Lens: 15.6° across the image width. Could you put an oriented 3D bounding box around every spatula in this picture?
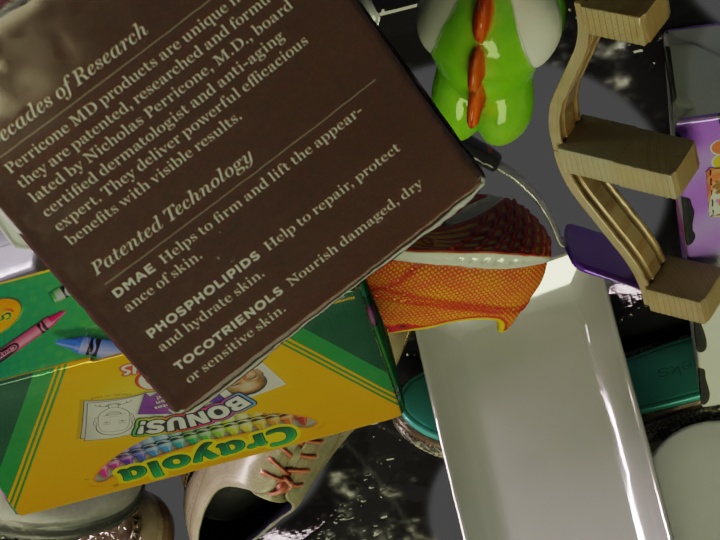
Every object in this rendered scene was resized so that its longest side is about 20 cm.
[{"bbox_3d":[0.076,-0.041,1.300,0.200,0.057,0.021,34,110,-14],"label":"spatula"}]

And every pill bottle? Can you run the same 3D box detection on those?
[{"bbox_3d":[0.173,0.168,1.433,0.114,0.115,0.200,7,150,-8],"label":"pill bottle"}]

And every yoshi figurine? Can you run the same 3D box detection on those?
[{"bbox_3d":[0.063,-0.158,1.177,0.112,0.112,0.201,-22,130,-39],"label":"yoshi figurine"}]

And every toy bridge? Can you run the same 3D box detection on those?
[{"bbox_3d":[0.123,-0.053,1.223,0.067,0.027,0.201,15,142,31],"label":"toy bridge"}]

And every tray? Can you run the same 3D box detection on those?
[{"bbox_3d":[0.098,0.096,1.354,0.107,0.201,0.022,-18,162,17],"label":"tray"}]

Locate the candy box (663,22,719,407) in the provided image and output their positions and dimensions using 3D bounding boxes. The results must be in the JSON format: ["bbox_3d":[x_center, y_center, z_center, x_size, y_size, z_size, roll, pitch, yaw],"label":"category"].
[{"bbox_3d":[0.241,-0.032,1.301,0.167,0.072,0.201,-7,134,5],"label":"candy box"}]

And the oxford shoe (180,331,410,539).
[{"bbox_3d":[-0.031,0.087,1.406,0.070,0.075,0.200,21,130,-20],"label":"oxford shoe"}]

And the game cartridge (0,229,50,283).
[{"bbox_3d":[-0.126,0.027,1.321,0.133,0.042,0.200,-20,149,33],"label":"game cartridge"}]

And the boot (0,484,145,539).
[{"bbox_3d":[-0.201,0.070,1.395,0.199,0.070,0.132,7,129,-15],"label":"boot"}]

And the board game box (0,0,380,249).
[{"bbox_3d":[-0.119,-0.134,1.166,0.199,0.026,0.200,-32,125,0],"label":"board game box"}]

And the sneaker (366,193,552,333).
[{"bbox_3d":[0.000,0.000,1.308,0.199,0.073,0.077,9,125,-20],"label":"sneaker"}]

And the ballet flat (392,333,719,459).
[{"bbox_3d":[0.118,0.080,1.417,0.199,0.068,0.075,-9,146,3],"label":"ballet flat"}]

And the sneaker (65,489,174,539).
[{"bbox_3d":[-0.135,0.191,1.525,0.075,0.071,0.200,1,141,-29],"label":"sneaker"}]

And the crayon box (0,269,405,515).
[{"bbox_3d":[-0.088,0.042,1.240,0.199,0.059,0.119,-15,146,3],"label":"crayon box"}]

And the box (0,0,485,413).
[{"bbox_3d":[-0.084,-0.087,1.090,0.164,0.166,0.200,-37,124,3],"label":"box"}]
